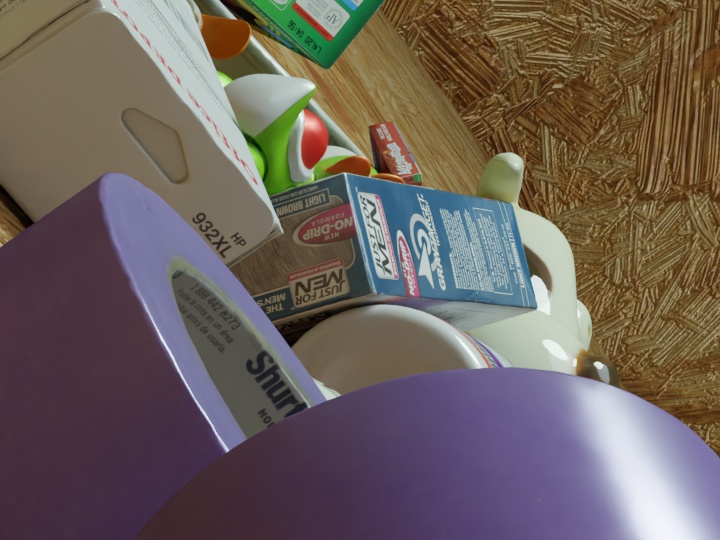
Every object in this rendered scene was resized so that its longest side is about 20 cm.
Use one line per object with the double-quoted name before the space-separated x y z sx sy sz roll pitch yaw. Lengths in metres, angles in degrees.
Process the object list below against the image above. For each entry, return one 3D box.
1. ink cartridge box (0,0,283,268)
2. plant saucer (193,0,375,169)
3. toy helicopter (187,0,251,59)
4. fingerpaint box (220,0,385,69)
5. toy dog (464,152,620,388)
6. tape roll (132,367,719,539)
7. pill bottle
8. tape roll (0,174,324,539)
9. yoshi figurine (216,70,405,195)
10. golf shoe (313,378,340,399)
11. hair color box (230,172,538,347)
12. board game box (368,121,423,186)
"ink cartridge box" -0.123 -0.092 1.228 0.145 0.084 0.200 52 8 -35
"plant saucer" -0.075 -0.117 1.765 0.200 0.050 0.200 47 1 -1
"toy helicopter" -0.136 -0.174 1.607 0.132 0.079 0.200 45 -2 -27
"fingerpaint box" -0.099 -0.228 1.815 0.200 0.073 0.167 41 -3 -31
"toy dog" 0.082 0.051 1.563 0.139 0.195 0.200 18 19 -9
"tape roll" 0.028 0.131 0.741 0.200 0.200 0.085 51 8 -34
"pill bottle" 0.028 0.081 1.364 0.112 0.111 0.200 57 6 13
"tape roll" -0.053 0.076 0.864 0.200 0.085 0.200 55 6 -8
"yoshi figurine" -0.062 -0.039 1.497 0.112 0.113 0.200 11 -18 48
"golf shoe" -0.028 0.095 1.075 0.097 0.078 0.200 41 14 -44
"hair color box" 0.000 0.000 1.380 0.200 0.100 0.061 6 69 -65
"board game box" 0.036 0.018 1.770 0.103 0.019 0.201 -117 -164 -67
